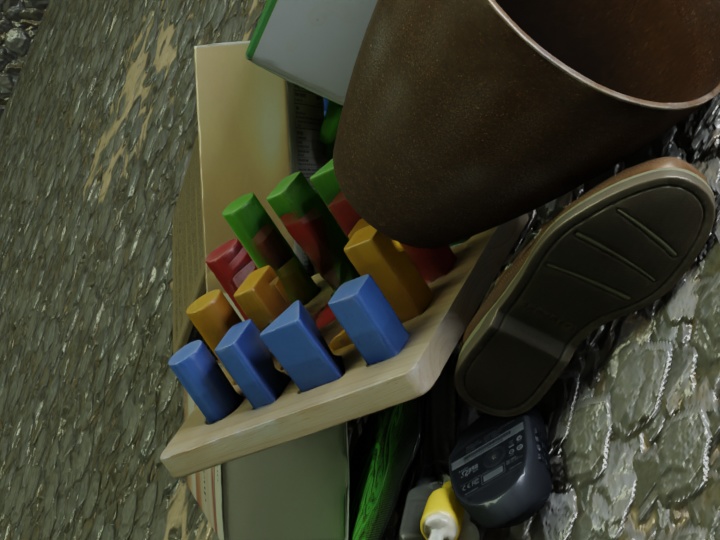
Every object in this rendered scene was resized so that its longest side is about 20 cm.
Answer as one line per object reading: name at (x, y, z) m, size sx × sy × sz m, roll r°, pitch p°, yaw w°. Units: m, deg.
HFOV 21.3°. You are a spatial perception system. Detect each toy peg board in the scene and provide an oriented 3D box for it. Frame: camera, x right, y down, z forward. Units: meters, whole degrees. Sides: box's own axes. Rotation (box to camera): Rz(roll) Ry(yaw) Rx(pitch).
toy peg board at (-0.029, 0.009, 1.169) m, size 0.200 × 0.098 × 0.199 m, roll -22°, pitch 20°, yaw 34°

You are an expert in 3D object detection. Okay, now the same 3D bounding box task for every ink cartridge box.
ink cartridge box at (-0.109, -0.040, 1.651) m, size 0.200 × 0.075 × 0.165 m, roll -96°, pitch 23°, yaw -48°
ink cartridge box at (0.008, -0.218, 1.183) m, size 0.200 × 0.083 × 0.147 m, roll -74°, pitch 9°, yaw -53°

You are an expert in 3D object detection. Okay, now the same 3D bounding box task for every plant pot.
plant pot at (0.072, -0.106, 1.059) m, size 0.200 × 0.187 × 0.187 m, roll -47°, pitch 31°, yaw 43°

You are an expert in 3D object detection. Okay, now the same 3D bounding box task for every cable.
cable at (0.057, 0.135, 1.146) m, size 0.200 × 0.050 × 0.097 m, roll -73°, pitch -24°, yaw -54°

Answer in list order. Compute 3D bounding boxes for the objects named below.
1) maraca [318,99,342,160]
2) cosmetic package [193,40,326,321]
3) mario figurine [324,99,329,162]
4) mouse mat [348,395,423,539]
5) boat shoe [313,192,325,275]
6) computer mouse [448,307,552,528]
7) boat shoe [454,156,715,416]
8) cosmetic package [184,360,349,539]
maraca at (0.017, -0.175, 1.386) m, size 0.137 × 0.107 × 0.200 m, roll 61°, pitch -127°, yaw -74°
cosmetic package at (-0.068, -0.061, 1.366) m, size 0.105 × 0.071 × 0.200 m, roll -4°, pitch -88°, yaw -77°
mario figurine at (-0.050, -0.086, 1.499) m, size 0.106 × 0.123 × 0.200 m, roll -46°, pitch 26°, yaw 28°
mouse mat at (0.013, 0.121, 1.230) m, size 0.161 × 0.008 × 0.200 m, roll -86°, pitch 10°, yaw -50°
boat shoe at (0.000, 0.000, 1.352) m, size 0.066 × 0.074 × 0.200 m, roll 79°, pitch -161°, yaw -62°
computer mouse at (0.083, 0.082, 1.121) m, size 0.059 × 0.034 × 0.200 m, roll -32°, pitch 29°, yaw 22°
boat shoe at (0.116, -0.004, 1.041) m, size 0.200 × 0.072 × 0.068 m, roll -45°, pitch 19°, yaw 37°
cosmetic package at (-0.070, 0.125, 1.344) m, size 0.200 × 0.087 × 0.104 m, roll -162°, pitch 71°, yaw -77°
